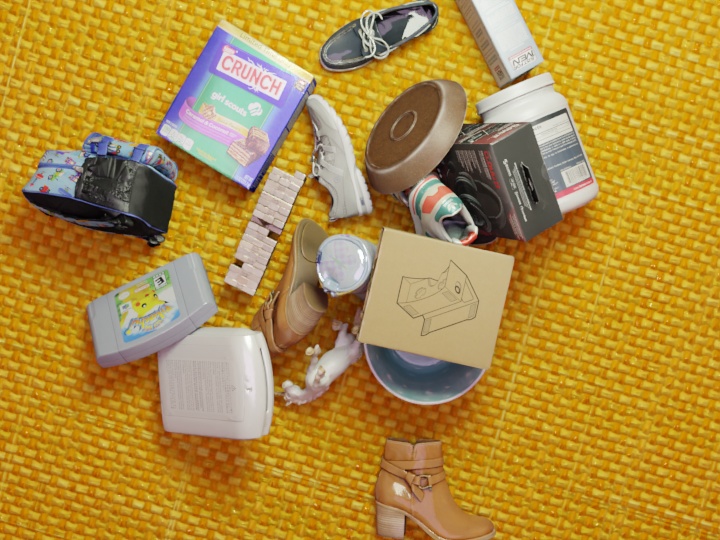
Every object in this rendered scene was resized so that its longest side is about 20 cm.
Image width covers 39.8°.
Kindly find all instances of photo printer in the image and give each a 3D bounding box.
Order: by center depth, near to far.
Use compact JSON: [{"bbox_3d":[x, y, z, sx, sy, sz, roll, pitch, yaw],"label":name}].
[{"bbox_3d":[-0.214,0.169,1.497,0.198,0.069,0.169,-2,93,35],"label":"photo printer"}]

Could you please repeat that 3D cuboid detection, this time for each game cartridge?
[{"bbox_3d":[-0.319,0.063,1.514,0.198,0.041,0.134,-27,51,0],"label":"game cartridge"}]

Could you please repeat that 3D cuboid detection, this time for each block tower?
[{"bbox_3d":[-0.148,-0.065,1.544,0.057,0.054,0.202,25,91,-3],"label":"block tower"}]

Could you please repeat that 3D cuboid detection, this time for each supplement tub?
[{"bbox_3d":[0.266,-0.181,1.507,0.139,0.140,0.202,-22,93,-1],"label":"supplement tub"}]

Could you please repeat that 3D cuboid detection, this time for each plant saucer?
[{"bbox_3d":[0.072,-0.207,1.475,0.034,0.200,0.201,35,92,-30],"label":"plant saucer"}]

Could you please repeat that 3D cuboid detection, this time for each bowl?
[{"bbox_3d":[0.101,0.097,1.532,0.198,0.105,0.204,0,93,-1],"label":"bowl"}]

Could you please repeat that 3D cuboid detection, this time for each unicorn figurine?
[{"bbox_3d":[-0.055,0.145,1.529,0.198,0.138,0.074,-27,65,-14],"label":"unicorn figurine"}]

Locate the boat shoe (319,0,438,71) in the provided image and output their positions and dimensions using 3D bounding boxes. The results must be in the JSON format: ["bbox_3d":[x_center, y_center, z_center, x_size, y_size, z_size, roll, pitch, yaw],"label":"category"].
[{"bbox_3d":[0.029,-0.364,1.531,0.197,0.062,0.076,-18,95,0],"label":"boat shoe"}]

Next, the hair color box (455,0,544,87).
[{"bbox_3d":[0.201,-0.388,1.517,0.060,0.099,0.202,-27,93,-1],"label":"hair color box"}]

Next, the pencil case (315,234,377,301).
[{"bbox_3d":[0.000,0.000,1.476,0.082,0.200,0.092,11,90,17],"label":"pencil case"}]

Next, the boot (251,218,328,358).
[{"bbox_3d":[-0.112,0.029,1.526,0.073,0.202,0.155,27,132,-24],"label":"boot"}]

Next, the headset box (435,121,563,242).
[{"bbox_3d":[0.195,-0.129,1.417,0.077,0.199,0.150,-29,109,-18],"label":"headset box"}]

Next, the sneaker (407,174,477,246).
[{"bbox_3d":[0.131,-0.048,1.453,0.070,0.201,0.093,-38,51,-12],"label":"sneaker"}]

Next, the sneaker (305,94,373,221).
[{"bbox_3d":[-0.048,-0.171,1.530,0.081,0.075,0.202,-21,94,-2],"label":"sneaker"}]

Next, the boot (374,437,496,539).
[{"bbox_3d":[0.121,0.345,1.562,0.197,0.074,0.157,5,88,-4],"label":"boot"}]

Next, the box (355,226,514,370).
[{"bbox_3d":[0.106,0.039,1.396,0.197,0.021,0.166,13,93,-11],"label":"box"}]

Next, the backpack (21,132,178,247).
[{"bbox_3d":[-0.390,-0.127,1.480,0.197,0.183,0.137,12,84,10],"label":"backpack"}]

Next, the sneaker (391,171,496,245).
[{"bbox_3d":[0.132,-0.097,1.539,0.198,0.079,0.079,26,91,-4],"label":"sneaker"}]

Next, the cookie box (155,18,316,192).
[{"bbox_3d":[-0.188,-0.251,1.524,0.170,0.075,0.202,30,91,-2],"label":"cookie box"}]
